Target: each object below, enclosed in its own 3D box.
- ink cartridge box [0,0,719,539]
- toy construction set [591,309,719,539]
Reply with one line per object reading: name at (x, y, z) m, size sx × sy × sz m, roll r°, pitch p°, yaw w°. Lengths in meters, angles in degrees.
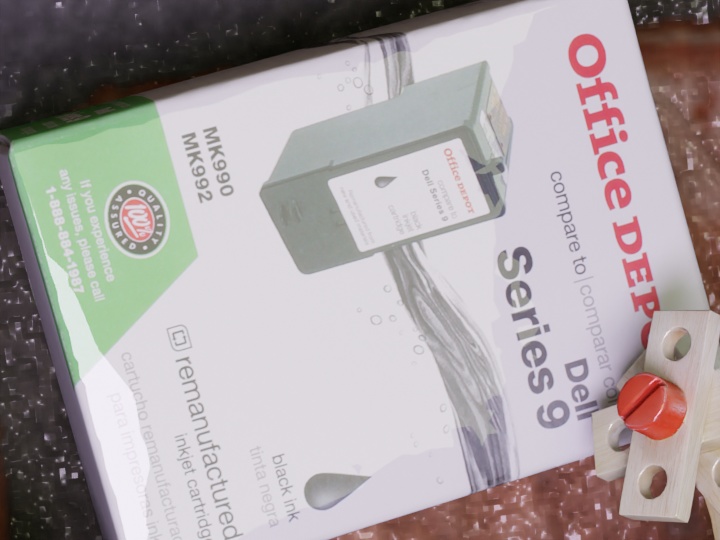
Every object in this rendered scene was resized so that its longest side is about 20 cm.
ink cartridge box at (0.000, 0.000, 0.820) m, size 0.199 × 0.084 × 0.146 m, roll -17°, pitch 96°, yaw -10°
toy construction set at (0.152, 0.092, 0.786) m, size 0.200 × 0.092 × 0.131 m, roll 24°, pitch 89°, yaw -30°
